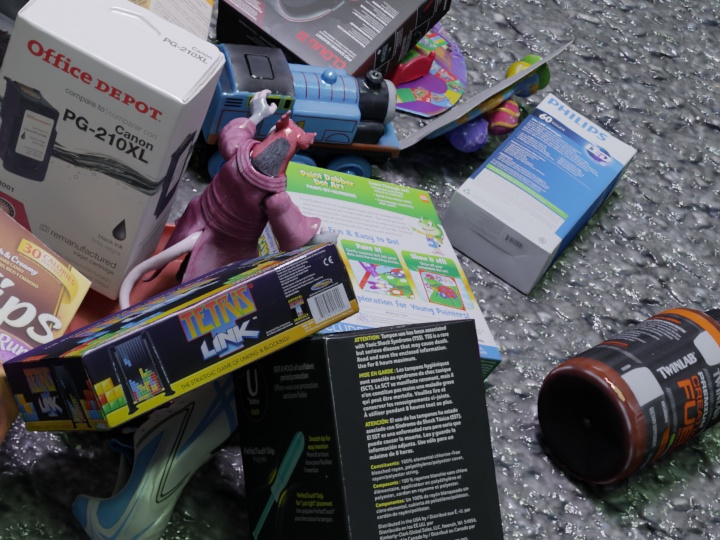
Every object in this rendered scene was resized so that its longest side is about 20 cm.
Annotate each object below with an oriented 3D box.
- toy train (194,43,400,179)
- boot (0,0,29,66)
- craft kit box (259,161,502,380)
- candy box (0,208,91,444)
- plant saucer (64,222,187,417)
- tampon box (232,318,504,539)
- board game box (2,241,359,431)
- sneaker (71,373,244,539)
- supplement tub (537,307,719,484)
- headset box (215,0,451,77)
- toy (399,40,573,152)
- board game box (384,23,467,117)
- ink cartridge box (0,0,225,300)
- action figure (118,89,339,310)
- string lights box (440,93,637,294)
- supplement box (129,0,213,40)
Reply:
[{"bbox_3d":[-0.057,-0.132,1.720,0.199,0.115,0.087,3,46,-22],"label":"toy train"},{"bbox_3d":[-0.244,-0.256,1.641,0.164,0.066,0.200,36,65,8],"label":"boot"},{"bbox_3d":[0.000,0.000,1.637,0.199,0.049,0.198,11,45,-35],"label":"craft kit box"},{"bbox_3d":[-0.284,0.048,1.404,0.117,0.056,0.200,40,41,-16],"label":"candy box"},{"bbox_3d":[-0.148,0.045,1.558,0.199,0.037,0.200,4,46,-21],"label":"plant saucer"},{"bbox_3d":[0.005,0.142,1.383,0.126,0.150,0.201,-6,88,-30],"label":"tampon box"},{"bbox_3d":[-0.124,0.046,1.348,0.199,0.165,0.057,-25,98,-28],"label":"board game box"},{"bbox_3d":[-0.133,0.117,1.434,0.072,0.072,0.200,40,61,-7],"label":"sneaker"},{"bbox_3d":[0.246,0.095,1.639,0.199,0.107,0.107,-24,60,-39],"label":"supplement tub"},{"bbox_3d":[-0.029,-0.241,1.835,0.148,0.075,0.200,38,66,13],"label":"headset box"},{"bbox_3d":[0.117,-0.144,1.835,0.200,0.115,0.047,-39,99,-44],"label":"toy"},{"bbox_3d":[0.015,-0.226,1.904,0.199,0.039,0.159,14,43,-11],"label":"board game box"},{"bbox_3d":[-0.205,-0.101,1.499,0.144,0.201,0.084,27,36,4],"label":"ink cartridge box"},{"bbox_3d":[-0.102,-0.050,1.497,0.148,0.200,0.134,-17,61,-44],"label":"action figure"},{"bbox_3d":[0.164,-0.074,1.806,0.103,0.059,0.200,34,43,10],"label":"string lights box"},{"bbox_3d":[-0.201,-0.162,1.664,0.074,0.126,0.201,43,32,-31],"label":"supplement box"}]
